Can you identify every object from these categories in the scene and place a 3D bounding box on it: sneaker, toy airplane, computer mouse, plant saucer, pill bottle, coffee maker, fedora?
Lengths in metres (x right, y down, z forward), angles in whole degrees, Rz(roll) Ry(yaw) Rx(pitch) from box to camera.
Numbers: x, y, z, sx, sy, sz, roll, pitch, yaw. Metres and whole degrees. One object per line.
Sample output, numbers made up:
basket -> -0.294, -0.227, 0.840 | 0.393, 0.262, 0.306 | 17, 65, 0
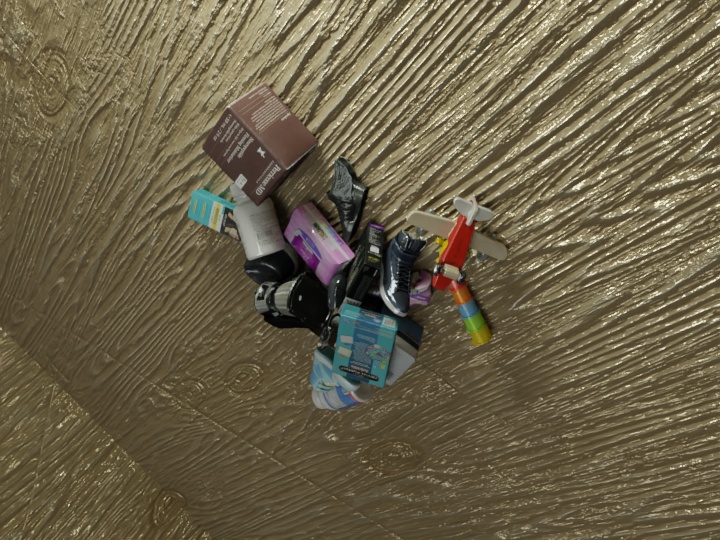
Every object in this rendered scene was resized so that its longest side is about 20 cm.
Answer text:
sneaker -> -0.041, -0.176, 1.560 | 0.102, 0.060, 0.203 | 26, 127, 10
toy airplane -> 0.223, -0.079, 1.433 | 0.195, 0.141, 0.204 | -25, 102, 1
computer mouse -> -0.082, 0.106, 1.578 | 0.033, 0.205, 0.058 | 15, 179, -33
sneaker -> 0.108, -0.005, 1.511 | 0.075, 0.206, 0.147 | 14, 136, -28
plant saucer -> -0.068, 0.217, 1.813 | 0.198, 0.036, 0.200 | 37, 173, 5
pill bottle -> -0.282, -0.141, 1.668 | 0.112, 0.113, 0.205 | -13, 96, 37
pill bottle -> -0.060, 0.371, 1.924 | 0.198, 0.113, 0.113 | -25, 108, 42
coffee maker -> -0.172, 0.105, 1.673 | 0.198, 0.135, 0.194 | -5, 124, 53
fedora -> -0.267, -0.015, 1.784 | 0.196, 0.092, 0.205 | 16, 128, 21
sneaker -> -0.077, 0.326, 1.823 | 0.199, 0.078, 0.134 | 38, 119, 43
sneaker -> 0.105, 0.059, 1.629 | 0.196, 0.081, 0.090 | -2, 131, 32

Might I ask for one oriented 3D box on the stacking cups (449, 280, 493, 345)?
stacking cups -> 0.270, 0.092, 1.559 | 0.059, 0.061, 0.203 | -14, 114, 37

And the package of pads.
package of pads -> -0.110, -0.066, 1.633 | 0.201, 0.075, 0.121 | 49, 140, 14

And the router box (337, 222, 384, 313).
router box -> 0.000, 0.000, 1.593 | 0.050, 0.152, 0.202 | 18, 135, -12

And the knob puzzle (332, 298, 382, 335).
knob puzzle -> 0.004, 0.137, 1.770 | 0.213, 0.031, 0.224 | 9, 125, 13

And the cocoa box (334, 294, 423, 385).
cocoa box -> 0.051, 0.182, 1.683 | 0.198, 0.132, 0.134 | 34, 126, -7

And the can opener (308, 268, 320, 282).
can opener -> -0.146, 0.038, 1.766 | 0.053, 0.067, 0.201 | 38, 140, -1

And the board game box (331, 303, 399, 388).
board game box -> 0.011, 0.196, 1.594 | 0.147, 0.047, 0.204 | 15, 126, 7

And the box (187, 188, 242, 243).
box -> -0.398, -0.157, 1.777 | 0.196, 0.049, 0.084 | 25, 111, 14

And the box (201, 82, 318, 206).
box -> -0.244, -0.309, 1.512 | 0.200, 0.165, 0.165 | 45, 133, -6
